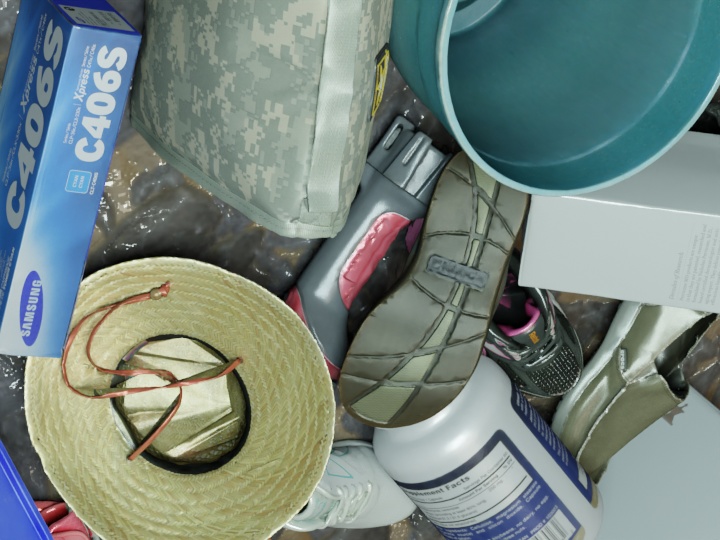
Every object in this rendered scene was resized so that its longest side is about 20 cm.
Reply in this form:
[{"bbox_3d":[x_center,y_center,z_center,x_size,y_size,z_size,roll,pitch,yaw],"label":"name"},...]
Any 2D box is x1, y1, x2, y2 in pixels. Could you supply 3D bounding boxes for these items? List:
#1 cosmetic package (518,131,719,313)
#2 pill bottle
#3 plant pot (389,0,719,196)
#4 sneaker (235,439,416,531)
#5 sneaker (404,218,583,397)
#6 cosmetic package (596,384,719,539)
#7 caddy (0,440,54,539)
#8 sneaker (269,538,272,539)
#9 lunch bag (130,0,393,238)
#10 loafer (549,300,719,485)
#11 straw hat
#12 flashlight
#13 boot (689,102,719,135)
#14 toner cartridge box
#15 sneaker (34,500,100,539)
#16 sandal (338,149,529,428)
[{"bbox_3d":[0.209,-0.037,1.100,0.200,0.113,0.081,8,124,6],"label":"cosmetic package"},{"bbox_3d":[0.079,0.130,1.174,0.111,0.111,0.200,-41,115,-3],"label":"pill bottle"},{"bbox_3d":[0.093,-0.174,0.979,0.200,0.188,0.200,-13,122,-22],"label":"plant pot"},{"bbox_3d":[-0.033,0.158,1.159,0.200,0.080,0.071,17,105,-36],"label":"sneaker"},{"bbox_3d":[0.104,0.035,1.161,0.080,0.086,0.200,-44,128,1],"label":"sneaker"},{"bbox_3d":[0.297,0.230,1.320,0.166,0.167,0.200,-48,127,3],"label":"cosmetic package"},{"bbox_3d":[-0.267,0.169,0.964,0.105,0.141,0.200,-24,96,26],"label":"caddy"},{"bbox_3d":[-0.099,0.267,1.106,0.112,0.078,0.200,49,56,-30],"label":"sneaker"},{"bbox_3d":[-0.045,-0.126,0.923,0.117,0.200,0.164,-3,116,-27],"label":"lunch bag"},{"bbox_3d":[0.208,0.088,1.244,0.075,0.070,0.200,3,116,-57],"label":"loafer"},{"bbox_3d":[-0.116,0.084,1.065,0.201,0.085,0.201,0,92,-6],"label":"straw hat"},{"bbox_3d":[0.000,0.000,1.099,0.200,0.068,0.068,-53,144,6],"label":"flashlight"},{"bbox_3d":[0.303,-0.110,1.195,0.158,0.079,0.211,16,108,-34],"label":"boot"},{"bbox_3d":[-0.183,-0.059,0.950,0.043,0.095,0.200,6,112,-29],"label":"toner cartridge box"},{"bbox_3d":[-0.196,0.202,1.097,0.200,0.074,0.087,27,100,-36],"label":"sneaker"},{"bbox_3d":[0.051,0.011,1.073,0.082,0.055,0.200,21,94,1],"label":"sandal"}]
